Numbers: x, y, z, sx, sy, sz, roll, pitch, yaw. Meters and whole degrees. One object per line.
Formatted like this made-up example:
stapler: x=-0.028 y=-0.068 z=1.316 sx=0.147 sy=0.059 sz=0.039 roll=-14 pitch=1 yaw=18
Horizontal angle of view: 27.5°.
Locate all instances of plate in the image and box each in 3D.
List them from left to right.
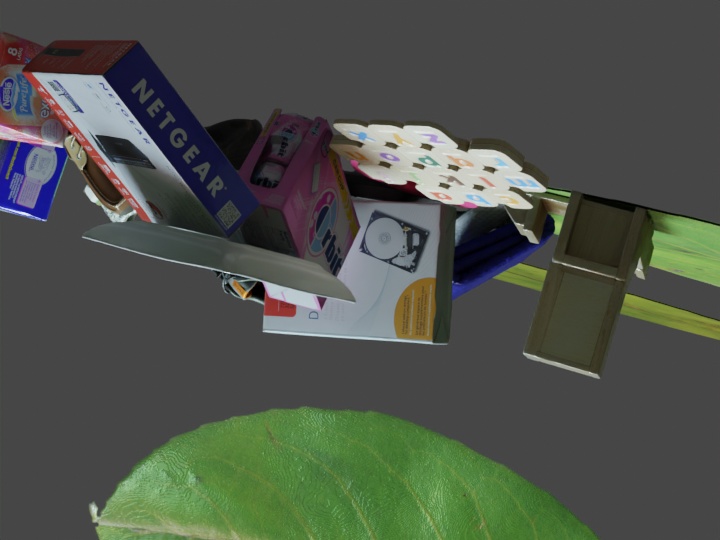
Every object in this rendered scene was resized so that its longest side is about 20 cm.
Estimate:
plate: x=-0.132 y=-0.013 z=1.418 sx=0.200 sy=0.032 sz=0.199 roll=13 pitch=179 yaw=37

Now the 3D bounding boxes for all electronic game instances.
electronic game: x=0.022 y=-0.102 z=1.746 sx=0.199 sy=0.042 sz=0.200 roll=8 pitch=-177 yaw=0

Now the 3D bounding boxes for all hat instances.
hat: x=-0.137 y=-0.123 z=1.637 sx=0.200 sy=0.081 sz=0.201 roll=-5 pitch=171 yaw=-1

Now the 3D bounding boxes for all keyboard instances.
keyboard: x=0.125 y=-0.048 z=1.741 sx=0.056 sy=0.011 sz=0.200 roll=2 pitch=159 yaw=-27

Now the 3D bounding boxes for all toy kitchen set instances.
toy kitchen set: x=0.210 y=0.014 z=1.578 sx=0.163 sy=0.181 sz=0.200 roll=16 pitch=174 yaw=16

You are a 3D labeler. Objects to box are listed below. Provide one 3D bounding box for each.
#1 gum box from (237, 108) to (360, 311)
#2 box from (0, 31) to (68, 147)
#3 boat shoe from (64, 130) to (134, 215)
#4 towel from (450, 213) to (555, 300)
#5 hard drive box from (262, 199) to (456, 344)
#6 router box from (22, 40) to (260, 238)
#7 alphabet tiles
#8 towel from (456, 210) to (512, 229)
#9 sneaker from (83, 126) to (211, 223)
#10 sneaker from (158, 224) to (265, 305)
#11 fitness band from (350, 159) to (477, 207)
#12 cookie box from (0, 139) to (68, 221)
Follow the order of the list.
gum box: x=-0.066 y=-0.063 z=1.511 sx=0.066 sy=0.114 sz=0.200 roll=15 pitch=151 yaw=20
box: x=-0.386 y=-0.193 z=1.549 sx=0.102 sy=0.095 sz=0.200 roll=17 pitch=177 yaw=-37
boat shoe: x=-0.285 y=-0.141 z=1.551 sx=0.074 sy=0.076 sz=0.200 roll=31 pitch=-159 yaw=-51
towel: x=0.149 y=-0.017 z=1.763 sx=0.147 sy=0.050 sz=0.200 roll=-29 pitch=175 yaw=-9
hard drive box: x=0.000 y=0.000 z=1.650 sx=0.199 sy=0.156 sz=0.077 roll=2 pitch=178 yaw=18
router box: x=-0.208 y=-0.127 z=1.389 sx=0.179 sy=0.049 sz=0.200 roll=12 pitch=144 yaw=54
alphabet tiles: x=0.072 y=-0.102 z=1.375 sx=0.200 sy=0.015 sz=0.195 roll=5 pitch=163 yaw=38
towel: x=0.105 y=-0.065 z=1.845 sx=0.192 sy=0.035 sz=0.200 roll=-4 pitch=-179 yaw=-12
sneaker: x=-0.235 y=-0.108 z=1.777 sx=0.200 sy=0.089 sz=0.077 roll=-28 pitch=-178 yaw=25
sneaker: x=-0.151 y=-0.015 z=1.738 sx=0.200 sy=0.079 sz=0.074 roll=27 pitch=144 yaw=3
fitness band: x=0.061 y=-0.103 z=1.540 sx=0.143 sy=0.038 sz=0.200 roll=15 pitch=177 yaw=3
cookie box: x=-0.403 y=-0.152 z=1.759 sx=0.075 sy=0.172 sz=0.200 roll=19 pitch=177 yaw=-25
